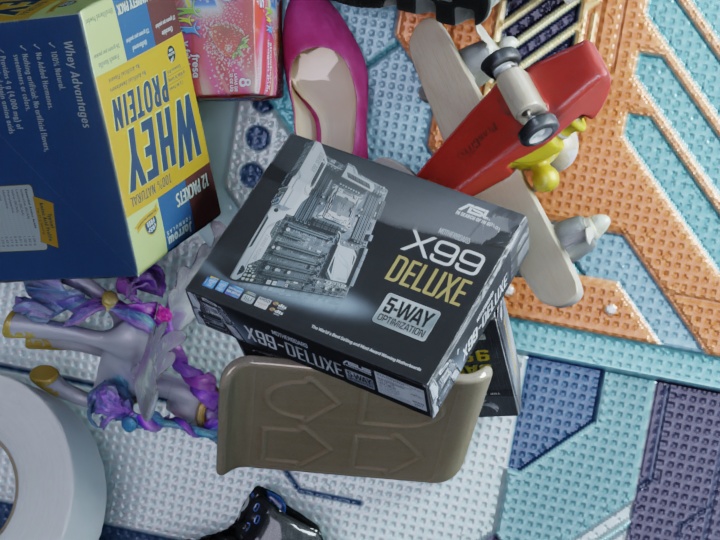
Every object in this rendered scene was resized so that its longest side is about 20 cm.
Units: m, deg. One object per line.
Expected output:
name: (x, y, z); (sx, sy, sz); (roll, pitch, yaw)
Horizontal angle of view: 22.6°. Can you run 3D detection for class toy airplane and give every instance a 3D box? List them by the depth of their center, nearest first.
toy airplane: (0.108, -0.086, 1.383); (0.199, 0.141, 0.200); (16, 105, 43)

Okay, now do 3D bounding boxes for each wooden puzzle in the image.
wooden puzzle: (-0.009, 0.106, 1.381); (0.200, 0.185, 0.046); (1, 61, -5)

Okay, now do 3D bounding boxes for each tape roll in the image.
tape roll: (-0.310, 0.182, 1.459); (0.202, 0.071, 0.203); (-4, 75, 15)

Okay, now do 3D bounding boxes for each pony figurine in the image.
pony figurine: (-0.178, 0.055, 1.429); (0.200, 0.167, 0.193); (21, 140, 6)

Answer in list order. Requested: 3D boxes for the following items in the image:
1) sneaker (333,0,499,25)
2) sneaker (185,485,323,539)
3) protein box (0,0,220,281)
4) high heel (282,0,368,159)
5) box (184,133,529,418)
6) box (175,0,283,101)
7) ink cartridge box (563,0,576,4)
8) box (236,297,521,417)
sneaker: (0.032, -0.250, 1.414); (0.200, 0.089, 0.074); (22, 134, 21)
sneaker: (-0.119, 0.224, 1.471); (0.200, 0.073, 0.112); (13, 93, 1)
protein box: (-0.239, -0.106, 1.352); (0.200, 0.135, 0.199); (-2, 110, 24)
high heel: (-0.031, -0.125, 1.414); (0.067, 0.096, 0.200); (-6, 93, 11)
box: (0.000, 0.000, 1.300); (0.200, 0.050, 0.158); (21, 62, 22)
box: (-0.117, -0.234, 1.421); (0.095, 0.100, 0.200); (0, 93, 10)
ink cartridge box: (0.217, -0.306, 1.364); (0.200, 0.085, 0.146); (-21, 90, 9)
box: (0.017, 0.061, 1.389); (0.200, 0.158, 0.048); (-3, 58, 10)
